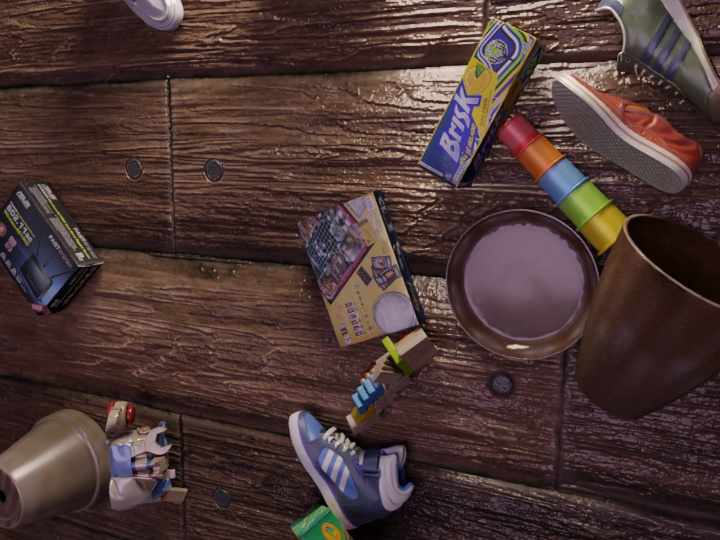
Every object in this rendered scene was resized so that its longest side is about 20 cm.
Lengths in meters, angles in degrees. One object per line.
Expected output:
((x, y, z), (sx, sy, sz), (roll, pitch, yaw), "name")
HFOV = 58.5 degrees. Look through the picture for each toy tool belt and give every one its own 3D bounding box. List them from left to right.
((-0.371, 0.321, 1.131), (0.122, 0.125, 0.201), (-2, 103, -7), "toy tool belt")

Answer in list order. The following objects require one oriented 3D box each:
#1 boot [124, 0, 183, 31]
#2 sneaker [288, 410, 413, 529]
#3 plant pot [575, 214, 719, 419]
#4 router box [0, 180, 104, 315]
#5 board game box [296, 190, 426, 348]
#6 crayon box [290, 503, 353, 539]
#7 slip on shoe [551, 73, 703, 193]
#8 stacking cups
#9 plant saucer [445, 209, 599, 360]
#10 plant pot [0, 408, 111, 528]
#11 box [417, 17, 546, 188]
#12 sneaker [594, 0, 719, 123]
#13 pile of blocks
((-0.371, -0.448, 0.995), (0.200, 0.096, 0.074), (42, 112, 12), "boot")
((-0.004, 0.276, 0.975), (0.146, 0.081, 0.200), (-33, 78, 13), "sneaker")
((0.338, 0.070, 0.740), (0.187, 0.187, 0.200), (32, 124, 16), "plant pot")
((-0.582, -0.040, 1.177), (0.150, 0.062, 0.200), (-42, 81, 23), "router box")
((0.000, 0.000, 0.941), (0.135, 0.035, 0.201), (-18, 91, 25), "board game box")
((-0.042, 0.414, 0.950), (0.058, 0.200, 0.119), (-36, 81, -18), "crayon box")
((0.312, -0.172, 0.763), (0.200, 0.074, 0.061), (41, 78, 19), "slip on shoe")
((0.247, -0.108, 0.801), (0.200, 0.060, 0.061), (47, 114, 12), "stacking cups")
((0.212, 0.018, 0.848), (0.199, 0.032, 0.201), (6, 103, 26), "plant saucer")
((-0.594, 0.381, 1.194), (0.199, 0.173, 0.201), (5, 101, 24), "plant pot")
((0.153, -0.207, 0.818), (0.064, 0.070, 0.200), (33, 110, 18), "box")
((0.341, -0.245, 0.736), (0.090, 0.067, 0.201), (-27, 87, 33), "sneaker")
((0.027, 0.148, 0.930), (0.200, 0.082, 0.062), (-52, 48, 19), "pile of blocks")
